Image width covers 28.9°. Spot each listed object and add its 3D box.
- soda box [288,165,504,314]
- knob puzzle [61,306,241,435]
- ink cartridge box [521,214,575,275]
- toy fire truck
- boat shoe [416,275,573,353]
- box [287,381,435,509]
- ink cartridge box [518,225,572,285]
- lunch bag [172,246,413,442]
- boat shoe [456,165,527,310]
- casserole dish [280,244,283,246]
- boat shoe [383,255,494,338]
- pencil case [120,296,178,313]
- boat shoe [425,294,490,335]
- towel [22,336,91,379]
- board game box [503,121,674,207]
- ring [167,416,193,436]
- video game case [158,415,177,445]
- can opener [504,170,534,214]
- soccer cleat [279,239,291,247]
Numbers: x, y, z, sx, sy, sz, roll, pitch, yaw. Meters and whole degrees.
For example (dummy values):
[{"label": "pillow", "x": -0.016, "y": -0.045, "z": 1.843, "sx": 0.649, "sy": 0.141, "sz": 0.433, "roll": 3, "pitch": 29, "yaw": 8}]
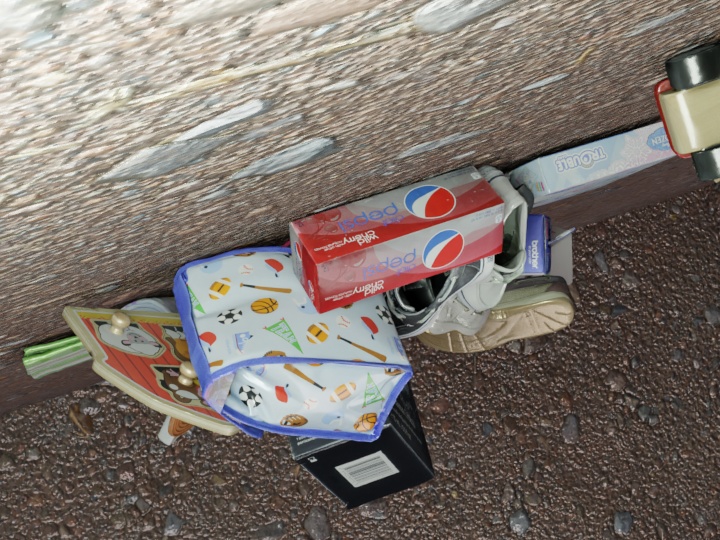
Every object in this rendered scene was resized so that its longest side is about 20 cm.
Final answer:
[{"label": "soda box", "x": 0.035, "y": -0.030, "z": 1.315, "sx": 0.197, "sy": 0.070, "sz": 0.064, "roll": -18, "pitch": 134, "yaw": -17}, {"label": "knob puzzle", "x": -0.171, "y": 0.089, "z": 1.354, "sx": 0.219, "sy": 0.218, "sz": 0.031, "roll": -12, "pitch": 133, "yaw": -62}, {"label": "ink cartridge box", "x": 0.164, "y": -0.030, "z": 1.708, "sx": 0.197, "sy": 0.078, "sz": 0.136, "roll": 1, "pitch": -179, "yaw": 10}, {"label": "toy fire truck", "x": 0.326, "y": -0.136, "z": 1.125, "sx": 0.174, "sy": 0.130, "sz": 0.200, "roll": -19, "pitch": -172, "yaw": 6}, {"label": "boat shoe", "x": 0.164, "y": 0.049, "z": 1.715, "sx": 0.197, "sy": 0.072, "sz": 0.065, "roll": -12, "pitch": -142, "yaw": 17}, {"label": "box", "x": -0.014, "y": 0.131, "z": 1.556, "sx": 0.116, "sy": 0.202, "sz": 0.197, "roll": -20, "pitch": 151, "yaw": 8}, {"label": "ink cartridge box", "x": 0.171, "y": 0.002, "z": 1.862, "sx": 0.144, "sy": 0.085, "sz": 0.199, "roll": 21, "pitch": -141, "yaw": 38}, {"label": "lunch bag", "x": -0.075, "y": 0.068, "z": 1.334, "sx": 0.197, "sy": 0.171, "sz": 0.125, "roll": 7, "pitch": 126, "yaw": -26}, {"label": "boat shoe", "x": 0.136, "y": -0.016, "z": 1.439, "sx": 0.073, "sy": 0.067, "sz": 0.201, "roll": -34, "pitch": 145, "yaw": -19}, {"label": "casserole dish", "x": -0.113, "y": 0.004, "z": 1.509, "sx": 0.120, "sy": 0.039, "sz": 0.199, "roll": -21, "pitch": 175, "yaw": 36}, {"label": "boat shoe", "x": 0.057, "y": 0.022, "z": 1.434, "sx": 0.067, "sy": 0.073, "sz": 0.200, "roll": -19, "pitch": 170, "yaw": -38}, {"label": "pencil case", "x": -0.221, "y": 0.076, "z": 1.625, "sx": 0.082, "sy": 0.092, "sz": 0.200, "roll": -18, "pitch": 178, "yaw": 10}, {"label": "boat shoe", "x": 0.117, "y": 0.028, "z": 1.581, "sx": 0.069, "sy": 0.071, "sz": 0.199, "roll": -46, "pitch": 167, "yaw": 19}, {"label": "towel", "x": -0.353, "y": 0.092, "z": 1.755, "sx": 0.147, "sy": 0.031, "sz": 0.200, "roll": -21, "pitch": 175, "yaw": -13}, {"label": "board game box", "x": 0.239, "y": -0.110, "z": 1.563, "sx": 0.198, "sy": 0.044, "sz": 0.199, "roll": -17, "pitch": 179, "yaw": -24}, {"label": "ring", "x": -0.159, "y": 0.105, "z": 1.597, "sx": 0.201, "sy": 0.019, "sz": 0.201, "roll": -53, "pitch": 172, "yaw": -11}, {"label": "video game case", "x": -0.161, "y": 0.100, "z": 1.699, "sx": 0.182, "sy": 0.023, "sz": 0.201, "roll": -44, "pitch": 167, "yaw": -51}, {"label": "can opener", "x": 0.114, "y": -0.038, "z": 1.517, "sx": 0.053, "sy": 0.067, "sz": 0.200, "roll": -43, "pitch": 177, "yaw": -44}, {"label": "soccer cleat", "x": -0.009, "y": -0.016, "z": 1.478, "sx": 0.198, "sy": 0.071, "sz": 0.086, "roll": -18, "pitch": 176, "yaw": -21}]
